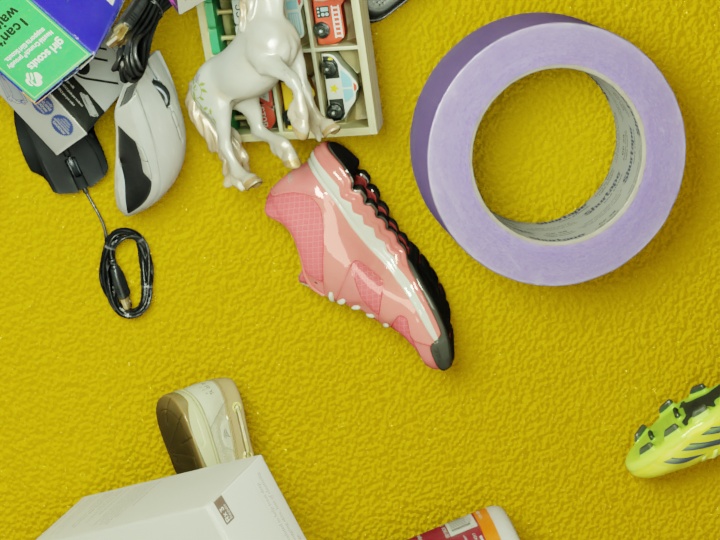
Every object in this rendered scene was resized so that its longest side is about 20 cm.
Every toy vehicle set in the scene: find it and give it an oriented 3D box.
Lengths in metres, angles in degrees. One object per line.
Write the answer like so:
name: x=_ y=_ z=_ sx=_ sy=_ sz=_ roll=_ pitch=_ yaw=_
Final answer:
toy vehicle set: x=-0.058 y=-0.195 z=1.724 sx=0.124 sy=0.027 sz=0.201 roll=-3 pitch=111 yaw=14

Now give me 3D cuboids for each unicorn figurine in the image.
unicorn figurine: x=-0.066 y=-0.148 z=1.681 sx=0.200 sy=0.074 sz=0.138 roll=-33 pitch=79 yaw=32

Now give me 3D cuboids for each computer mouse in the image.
computer mouse: x=-0.150 y=-0.121 z=1.702 sx=0.044 sy=0.110 sz=0.200 roll=11 pitch=136 yaw=8
computer mouse: x=-0.207 y=-0.054 z=1.763 sx=0.059 sy=0.034 sz=0.200 roll=-26 pitch=104 yaw=-3

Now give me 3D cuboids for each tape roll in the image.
tape roll: x=0.142 y=-0.094 z=1.778 sx=0.199 sy=0.085 sz=0.201 roll=-2 pitch=102 yaw=-7

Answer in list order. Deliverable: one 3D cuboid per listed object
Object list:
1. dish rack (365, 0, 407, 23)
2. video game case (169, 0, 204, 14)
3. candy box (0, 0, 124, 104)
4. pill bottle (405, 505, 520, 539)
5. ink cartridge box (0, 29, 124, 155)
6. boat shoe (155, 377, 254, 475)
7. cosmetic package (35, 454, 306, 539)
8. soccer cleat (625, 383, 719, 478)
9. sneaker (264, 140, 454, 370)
dish rack: x=0.007 y=-0.302 z=1.735 sx=0.153 sy=0.055 sz=0.200 roll=-38 pitch=102 yaw=-1
video game case: x=-0.102 y=-0.304 z=1.650 sx=0.181 sy=0.036 sz=0.200 roll=-30 pitch=73 yaw=-11
candy box: x=-0.254 y=-0.246 z=1.638 sx=0.200 sy=0.169 sz=0.077 roll=41 pitch=130 yaw=-19
pill bottle: x=0.039 y=0.270 z=1.822 sx=0.200 sy=0.113 sz=0.113 roll=-22 pitch=103 yaw=-2
ink cartridge box: x=-0.256 y=-0.189 z=1.697 sx=0.200 sy=0.094 sz=0.044 roll=47 pitch=133 yaw=-14
boat shoe: x=-0.095 y=0.177 z=1.806 sx=0.066 sy=0.074 sz=0.200 roll=-26 pitch=112 yaw=-28
cosmetic package: x=-0.140 y=0.218 z=1.748 sx=0.200 sy=0.081 sz=0.113 roll=-15 pitch=108 yaw=37
soccer cleat: x=0.306 y=0.119 z=1.853 sx=0.200 sy=0.065 sz=0.084 roll=-32 pitch=106 yaw=-1
sneaker: x=0.000 y=0.000 z=1.795 sx=0.087 sy=0.074 sz=0.200 roll=-31 pitch=100 yaw=13
